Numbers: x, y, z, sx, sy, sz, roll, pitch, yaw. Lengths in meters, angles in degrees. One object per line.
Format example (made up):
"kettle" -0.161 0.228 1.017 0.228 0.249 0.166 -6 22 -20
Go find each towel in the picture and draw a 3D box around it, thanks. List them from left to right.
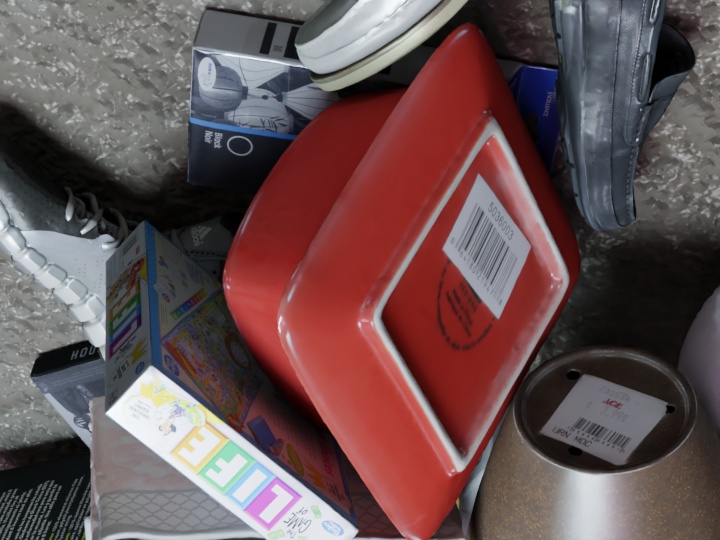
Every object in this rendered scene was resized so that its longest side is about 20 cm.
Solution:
"towel" -0.049 0.114 1.044 0.199 0.191 0.032 2 110 -8

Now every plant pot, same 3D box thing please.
"plant pot" 0.133 0.144 1.019 0.186 0.187 0.200 1 131 10

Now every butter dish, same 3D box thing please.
"butter dish" 0.000 0.000 0.967 0.148 0.200 0.200 12 148 36

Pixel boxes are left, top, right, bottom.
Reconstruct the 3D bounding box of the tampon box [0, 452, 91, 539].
"tampon box" -0.149 0.207 1.225 0.200 0.126 0.150 -12 123 22

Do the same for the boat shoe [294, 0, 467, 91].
"boat shoe" 0.035 -0.166 0.911 0.200 0.075 0.068 -37 116 26

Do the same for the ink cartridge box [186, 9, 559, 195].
"ink cartridge box" 0.008 -0.076 1.023 0.199 0.039 0.100 8 134 2

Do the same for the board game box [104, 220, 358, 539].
"board game box" -0.070 0.059 0.984 0.134 0.200 0.034 40 101 -19

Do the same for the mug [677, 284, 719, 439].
"mug" 0.281 0.045 1.032 0.200 0.148 0.175 5 156 -38

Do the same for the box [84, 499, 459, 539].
"box" -0.046 0.185 1.089 0.097 0.200 0.125 15 112 48

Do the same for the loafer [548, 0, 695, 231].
"loafer" 0.133 -0.097 0.957 0.070 0.068 0.201 -6 136 4

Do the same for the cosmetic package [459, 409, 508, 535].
"cosmetic package" 0.076 0.169 1.228 0.101 0.071 0.200 25 133 -15

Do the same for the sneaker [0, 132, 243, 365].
"sneaker" -0.128 -0.022 1.091 0.115 0.075 0.200 -27 124 14

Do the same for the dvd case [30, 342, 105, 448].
"dvd case" -0.097 0.111 1.237 0.150 0.025 0.200 -16 130 24
